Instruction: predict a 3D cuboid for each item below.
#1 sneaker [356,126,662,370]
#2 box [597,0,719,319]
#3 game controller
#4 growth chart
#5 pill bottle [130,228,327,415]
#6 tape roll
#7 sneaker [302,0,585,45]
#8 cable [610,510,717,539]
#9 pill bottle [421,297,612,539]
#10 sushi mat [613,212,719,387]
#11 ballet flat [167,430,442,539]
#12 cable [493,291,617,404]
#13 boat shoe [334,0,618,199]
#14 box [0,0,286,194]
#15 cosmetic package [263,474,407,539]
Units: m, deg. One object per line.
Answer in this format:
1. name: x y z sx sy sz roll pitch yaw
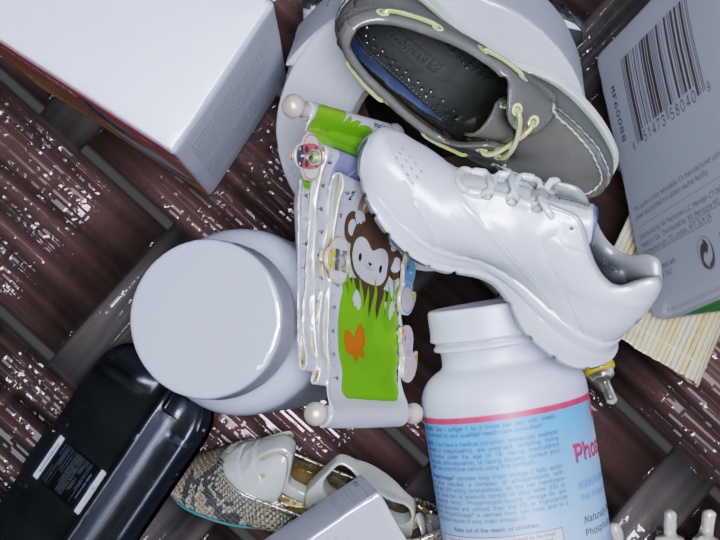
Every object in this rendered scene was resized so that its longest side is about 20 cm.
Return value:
1. sneaker: 0.089 -0.028 0.737 0.200 0.075 0.087 33 131 -9
2. box: 0.277 -0.088 0.793 0.171 0.199 0.201 -9 80 -12
3. game controller: -0.186 0.148 0.863 0.104 0.042 0.200 32 86 34
4. growth chart: 0.000 0.000 0.750 0.018 0.145 0.201 -2 92 31
5. pill bottle: -0.068 0.033 0.791 0.114 0.200 0.115 -1 86 11
6. tape roll: 0.046 -0.101 0.823 0.202 0.071 0.203 3 124 5
7. sneaker: 0.059 -0.162 0.887 0.199 0.074 0.080 -3 116 -6
8. cable: 0.206 0.264 0.859 0.097 0.050 0.201 -8 87 4
9. pill bottle: 0.099 0.119 0.811 0.108 0.109 0.201 -9 91 -2
10. sushi mat: 0.235 -0.028 0.883 0.095 0.012 0.200 28 75 0
11. ballet flat: -0.030 0.149 0.855 0.199 0.068 0.075 19 130 -1
12. cable: 0.125 0.004 0.896 0.097 0.050 0.201 -7 74 15
13. boat shoe: 0.070 -0.097 0.745 0.201 0.060 0.072 33 121 -15
14. box: -0.140 -0.142 0.808 0.152 0.200 0.107 33 87 2
15. cosmetic package: 0.021 0.237 0.803 0.082 0.051 0.200 -32 103 -11
